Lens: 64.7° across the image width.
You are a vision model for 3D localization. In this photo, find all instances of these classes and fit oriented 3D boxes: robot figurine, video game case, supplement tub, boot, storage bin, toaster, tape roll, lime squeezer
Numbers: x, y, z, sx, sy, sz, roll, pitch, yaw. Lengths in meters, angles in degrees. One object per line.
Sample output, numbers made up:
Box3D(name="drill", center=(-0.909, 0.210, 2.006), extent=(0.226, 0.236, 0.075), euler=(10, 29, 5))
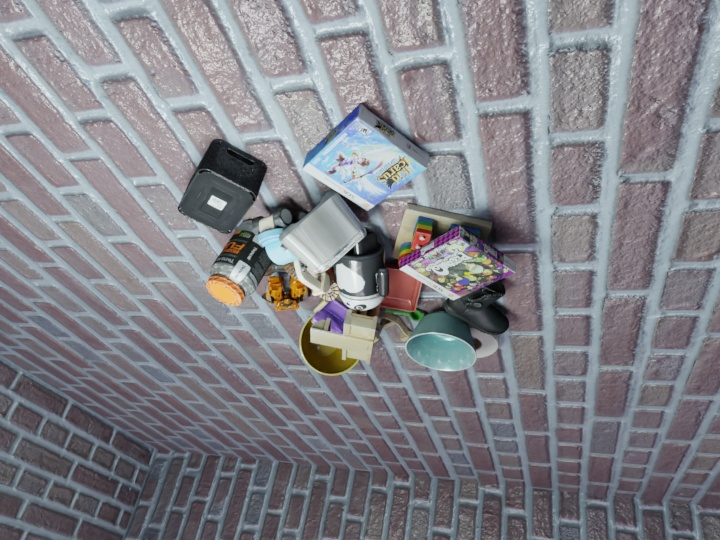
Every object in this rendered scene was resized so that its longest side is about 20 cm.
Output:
Box3D(name="robot figurine", center=(0.000, 0.001, 1.398), extent=(0.124, 0.150, 0.201), euler=(-6, 116, -5))
Box3D(name="video game case", center=(0.008, -0.224, 1.174), extent=(0.181, 0.046, 0.200), euler=(29, 143, -26))
Box3D(name="supplement tub", center=(-0.294, -0.018, 1.421), extent=(0.122, 0.200, 0.123), euler=(17, 144, 13))
Box3D(name="boot", center=(-0.128, -0.006, 1.514), extent=(0.200, 0.107, 0.075), euler=(43, 110, 0))
Box3D(name="storage bin", center=(-0.316, -0.184, 1.292), extent=(0.135, 0.094, 0.200), euler=(27, 145, -21))
Box3D(name="video game case", center=(0.220, -0.011, 1.303), extent=(0.181, 0.036, 0.200), euler=(29, 143, -26))
Box3D(name="robot figurine", center=(-0.213, 0.067, 1.632), extent=(0.145, 0.058, 0.200), euler=(-4, 157, -8))
Box3D(name="toaster", center=(-0.077, -0.087, 1.272), extent=(0.129, 0.200, 0.114), euler=(49, 172, -6))
Box3D(name="boot", center=(0.340, 0.092, 1.508), extent=(0.200, 0.077, 0.168), euler=(24, 149, -7))
Box3D(name="tape roll", center=(0.318, 0.206, 1.724), extent=(0.202, 0.037, 0.203), euler=(8, 146, 5))
Box3D(name="lime squeezer", center=(0.159, 0.137, 1.668), extent=(0.071, 0.038, 0.200), euler=(3, 161, 42))

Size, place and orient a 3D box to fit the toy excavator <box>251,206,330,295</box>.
Box3D(name="toy excavator", center=(-0.160, -0.038, 1.385), extent=(0.100, 0.201, 0.194), euler=(-14, 170, 34))

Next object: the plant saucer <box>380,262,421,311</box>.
Box3D(name="plant saucer", center=(0.064, 0.034, 1.548), extent=(0.199, 0.037, 0.200), euler=(9, 147, 4))

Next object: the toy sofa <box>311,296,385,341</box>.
Box3D(name="toy sofa", center=(-0.037, 0.149, 1.659), extent=(0.200, 0.098, 0.083), euler=(36, 142, -9))

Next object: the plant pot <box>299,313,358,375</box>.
Box3D(name="plant pot", center=(-0.103, 0.220, 1.765), extent=(0.200, 0.201, 0.142), euler=(21, 169, -13))

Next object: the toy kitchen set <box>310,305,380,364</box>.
Box3D(name="toy kitchen set", center=(-0.034, 0.118, 1.510), extent=(0.163, 0.181, 0.200), euler=(11, 146, 3))

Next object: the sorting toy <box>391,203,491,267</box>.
Box3D(name="sorting toy", center=(0.185, -0.051, 1.352), extent=(0.199, 0.070, 0.199), euler=(12, 147, 0))

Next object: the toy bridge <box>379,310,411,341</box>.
Box3D(name="toy bridge", center=(0.085, 0.159, 1.735), extent=(0.200, 0.027, 0.067), euler=(30, 142, -24))

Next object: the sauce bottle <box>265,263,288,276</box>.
Box3D(name="sauce bottle", center=(-0.281, -0.015, 1.559), extent=(0.199, 0.065, 0.065), euler=(3, 146, 15))

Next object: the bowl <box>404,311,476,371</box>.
Box3D(name="bowl", center=(0.233, 0.189, 1.602), extent=(0.200, 0.105, 0.201), euler=(11, 144, 8))
